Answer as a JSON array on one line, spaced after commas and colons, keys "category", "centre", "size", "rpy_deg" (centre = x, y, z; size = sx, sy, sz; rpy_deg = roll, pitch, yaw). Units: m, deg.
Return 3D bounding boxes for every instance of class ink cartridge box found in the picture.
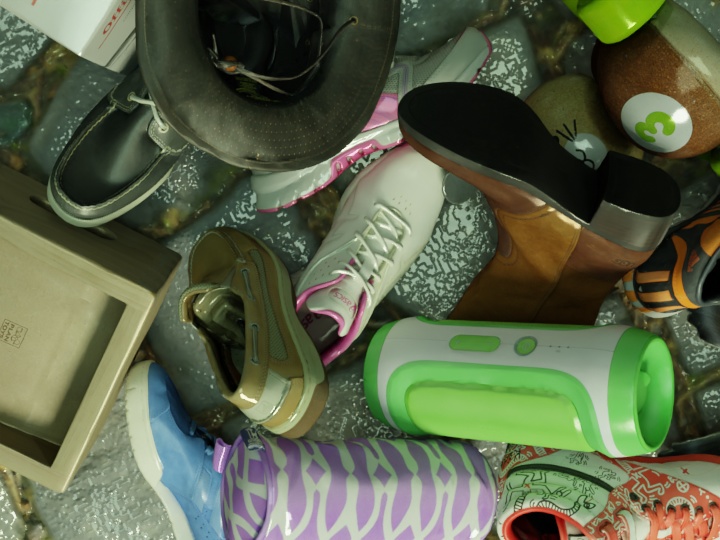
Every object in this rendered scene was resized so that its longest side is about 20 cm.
[{"category": "ink cartridge box", "centre": [-0.159, -0.194, 0.713], "size": [0.067, 0.200, 0.117], "rpy_deg": [33, 95, 0]}]

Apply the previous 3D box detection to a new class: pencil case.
[{"category": "pencil case", "centre": [-0.003, 0.151, 0.759], "size": [0.198, 0.085, 0.085], "rpy_deg": [10, 106, -31]}]

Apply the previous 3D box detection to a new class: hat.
[{"category": "hat", "centre": [-0.066, -0.167, 0.709], "size": [0.198, 0.081, 0.203], "rpy_deg": [-7, 105, -28]}]

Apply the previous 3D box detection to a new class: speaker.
[{"category": "speaker", "centre": [0.102, 0.075, 0.752], "size": [0.198, 0.088, 0.090], "rpy_deg": [1, 97, 35]}]

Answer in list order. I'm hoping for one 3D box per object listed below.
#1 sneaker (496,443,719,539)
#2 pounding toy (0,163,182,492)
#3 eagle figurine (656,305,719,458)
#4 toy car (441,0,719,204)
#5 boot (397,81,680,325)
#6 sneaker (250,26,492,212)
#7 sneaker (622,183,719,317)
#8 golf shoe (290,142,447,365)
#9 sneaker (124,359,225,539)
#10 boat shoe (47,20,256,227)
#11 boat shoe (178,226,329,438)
[{"category": "sneaker", "centre": [0.188, 0.169, 0.749], "size": [0.199, 0.108, 0.068], "rpy_deg": [14, 121, 10]}, {"category": "pounding toy", "centre": [-0.242, 0.007, 0.781], "size": [0.198, 0.142, 0.185], "rpy_deg": [27, 103, -6]}, {"category": "eagle figurine", "centre": [0.320, 0.091, 0.790], "size": [0.198, 0.152, 0.152], "rpy_deg": [9, 52, 30]}, {"category": "toy car", "centre": [0.155, -0.088, 0.756], "size": [0.200, 0.158, 0.164], "rpy_deg": [-42, 104, 15]}, {"category": "boot", "centre": [0.093, -0.022, 0.756], "size": [0.186, 0.201, 0.069], "rpy_deg": [17, 54, -3]}, {"category": "sneaker", "centre": [-0.003, -0.122, 0.779], "size": [0.199, 0.081, 0.089], "rpy_deg": [-29, 96, 3]}, {"category": "sneaker", "centre": [0.278, -0.028, 0.747], "size": [0.199, 0.112, 0.078], "rpy_deg": [-36, 102, -18]}, {"category": "golf shoe", "centre": [0.000, 0.000, 0.782], "size": [0.075, 0.092, 0.201], "rpy_deg": [34, 95, -14]}, {"category": "sneaker", "centre": [-0.090, 0.148, 0.807], "size": [0.110, 0.077, 0.202], "rpy_deg": [-17, 98, 6]}, {"category": "boat shoe", "centre": [-0.135, -0.114, 0.749], "size": [0.072, 0.068, 0.200], "rpy_deg": [39, 68, 4]}, {"category": "boat shoe", "centre": [-0.085, 0.024, 0.737], "size": [0.076, 0.200, 0.072], "rpy_deg": [24, 107, -35]}]
